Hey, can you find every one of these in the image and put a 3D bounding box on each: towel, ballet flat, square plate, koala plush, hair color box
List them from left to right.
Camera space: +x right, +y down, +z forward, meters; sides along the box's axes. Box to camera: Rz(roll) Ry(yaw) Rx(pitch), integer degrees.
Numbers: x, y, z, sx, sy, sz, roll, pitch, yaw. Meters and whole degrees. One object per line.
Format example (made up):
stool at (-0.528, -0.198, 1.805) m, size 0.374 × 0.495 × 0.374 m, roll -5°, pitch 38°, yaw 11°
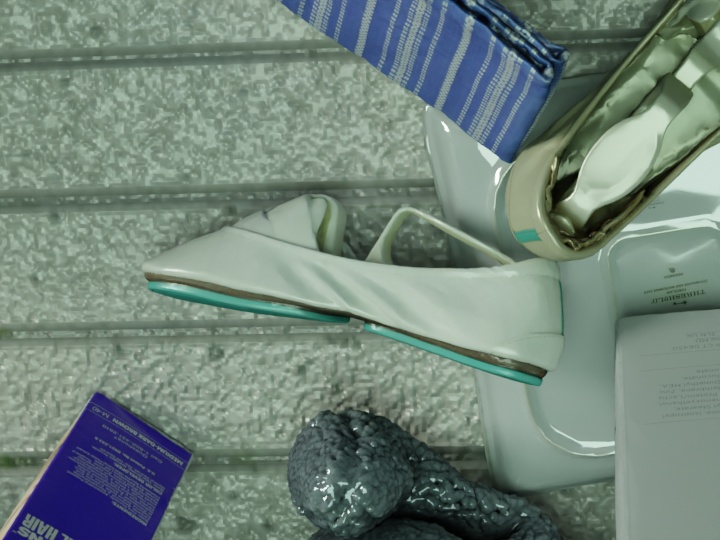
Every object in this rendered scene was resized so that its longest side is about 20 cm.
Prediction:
hair color box at (-0.144, 0.146, 0.990) m, size 0.065 × 0.200 × 0.110 m, roll 32°, pitch 109°, yaw -6°
towel at (-0.009, -0.117, 0.913) m, size 0.199 × 0.145 × 0.024 m, roll 35°, pitch 78°, yaw 3°
ballet flat at (0.000, 0.000, 0.995) m, size 0.199 × 0.069 × 0.070 m, roll 13°, pitch 110°, yaw 17°
koala plush at (0.021, 0.197, 0.975) m, size 0.183 × 0.200 × 0.178 m, roll 23°, pitch 115°, yaw -3°
square plate at (0.141, 0.004, 1.002) m, size 0.199 × 0.028 × 0.199 m, roll -9°, pitch 108°, yaw 9°
ballet flat at (0.141, -0.080, 0.931) m, size 0.069 × 0.069 × 0.200 m, roll 42°, pitch 95°, yaw -8°

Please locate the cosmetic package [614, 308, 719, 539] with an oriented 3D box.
cosmetic package at (0.174, 0.152, 0.936) m, size 0.122 × 0.200 × 0.200 m, roll -5°, pitch 121°, yaw 7°
